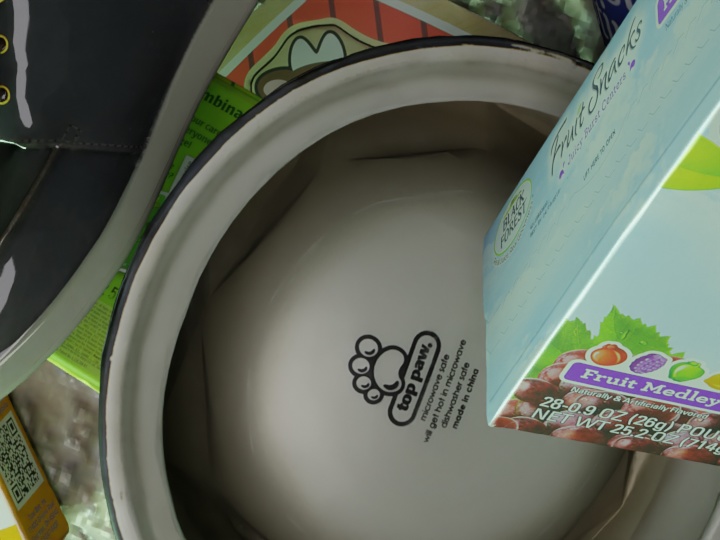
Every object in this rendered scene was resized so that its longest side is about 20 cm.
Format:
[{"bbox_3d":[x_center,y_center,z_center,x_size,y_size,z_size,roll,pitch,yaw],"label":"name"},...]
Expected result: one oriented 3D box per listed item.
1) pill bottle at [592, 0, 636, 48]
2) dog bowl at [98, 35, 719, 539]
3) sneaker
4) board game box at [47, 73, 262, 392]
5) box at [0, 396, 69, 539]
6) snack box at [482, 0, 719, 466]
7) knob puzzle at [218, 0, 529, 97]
[{"bbox_3d":[0.110,-0.117,0.806,0.111,0.112,0.201,-9,124,16],"label":"pill bottle"},{"bbox_3d":[0.019,0.033,0.813,0.199,0.074,0.202,-2,99,-14],"label":"dog bowl"},{"bbox_3d":[-0.102,-0.063,0.813,0.106,0.075,0.201,32,79,-23],"label":"sneaker"},{"bbox_3d":[-0.091,-0.029,0.891,0.199,0.048,0.102,30,89,18],"label":"board game box"},{"bbox_3d":[-0.195,0.026,0.993,0.118,0.041,0.201,-19,100,18],"label":"box"},{"bbox_3d":[0.150,-0.011,0.718,0.199,0.068,0.169,11,144,-17],"label":"snack box"},{"bbox_3d":[0.000,0.000,0.906,0.218,0.030,0.222,-1,88,19],"label":"knob puzzle"}]
